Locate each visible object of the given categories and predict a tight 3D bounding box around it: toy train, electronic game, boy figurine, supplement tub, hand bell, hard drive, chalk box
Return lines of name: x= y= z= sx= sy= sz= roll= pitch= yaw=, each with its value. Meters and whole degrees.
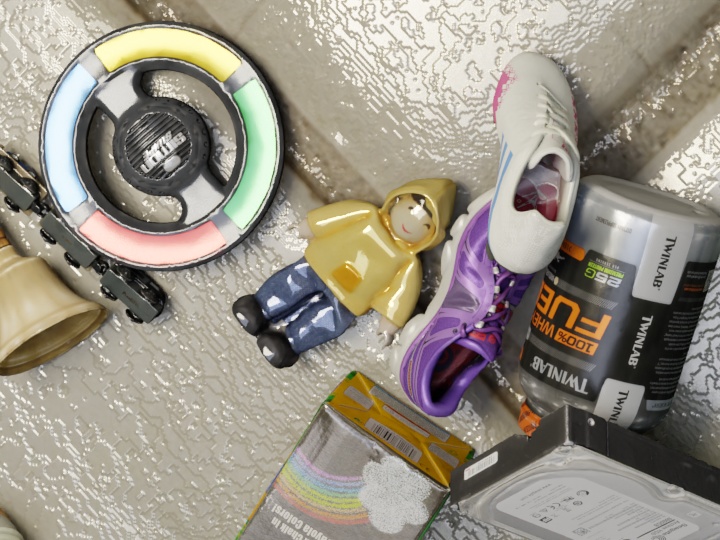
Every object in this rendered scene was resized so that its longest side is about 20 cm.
toy train: x=-0.236 y=-0.032 z=1.769 sx=0.200 sy=0.046 sz=0.034 roll=42 pitch=111 yaw=0
electronic game: x=-0.159 y=-0.099 z=1.729 sx=0.199 sy=0.042 sz=0.201 roll=0 pitch=92 yaw=4
boy figurine: x=0.000 y=0.000 z=1.712 sx=0.200 sy=0.064 sz=0.124 roll=-35 pitch=87 yaw=18
supplement tub: x=0.193 y=0.038 z=1.644 sx=0.122 sy=0.123 sz=0.201 roll=18 pitch=102 yaw=9
hand bell: x=-0.299 y=-0.025 z=1.777 sx=0.104 sy=0.104 sz=0.200 roll=-34 pitch=77 yaw=15
hard drive: x=0.186 y=0.172 z=1.630 sx=0.200 sy=0.038 sz=0.140 roll=24 pitch=141 yaw=-30
chalk box: x=-0.018 y=0.203 z=1.719 sx=0.124 sy=0.124 sz=0.200 roll=34 pitch=105 yaw=4

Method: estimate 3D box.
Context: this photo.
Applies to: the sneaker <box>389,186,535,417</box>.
sneaker: x=0.099 y=0.028 z=1.674 sx=0.080 sy=0.083 sz=0.200 roll=18 pitch=107 yaw=-25

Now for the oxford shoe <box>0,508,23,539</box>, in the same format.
oxford shoe: x=-0.360 y=0.264 z=1.842 sx=0.200 sy=0.075 sz=0.058 roll=-40 pitch=47 yaw=23

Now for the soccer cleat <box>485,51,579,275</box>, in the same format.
soccer cleat: x=0.138 y=-0.091 z=1.611 sx=0.070 sy=0.200 sz=0.086 roll=15 pitch=147 yaw=-14
